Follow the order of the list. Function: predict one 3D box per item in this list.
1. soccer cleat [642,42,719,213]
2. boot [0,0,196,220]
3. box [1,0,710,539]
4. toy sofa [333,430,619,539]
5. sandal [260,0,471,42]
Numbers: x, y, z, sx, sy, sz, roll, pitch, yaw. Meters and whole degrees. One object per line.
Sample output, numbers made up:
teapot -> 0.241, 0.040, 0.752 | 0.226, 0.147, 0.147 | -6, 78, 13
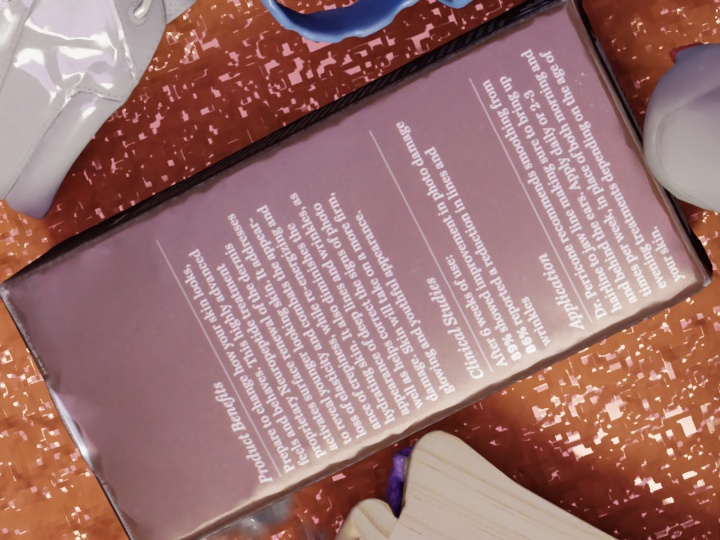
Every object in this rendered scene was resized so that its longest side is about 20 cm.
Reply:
soccer cleat -> 0.178, -0.038, 0.716 | 0.199, 0.078, 0.070 | -6, 114, -18
boot -> -0.090, -0.116, 0.790 | 0.095, 0.074, 0.201 | 28, 106, -10
box -> 0.000, 0.000, 0.785 | 0.199, 0.075, 0.101 | -26, 97, 8
toy sofa -> 0.073, 0.145, 0.805 | 0.199, 0.083, 0.098 | 26, 57, 1
sandal -> 0.040, -0.110, 0.726 | 0.199, 0.087, 0.080 | -5, 141, 37
